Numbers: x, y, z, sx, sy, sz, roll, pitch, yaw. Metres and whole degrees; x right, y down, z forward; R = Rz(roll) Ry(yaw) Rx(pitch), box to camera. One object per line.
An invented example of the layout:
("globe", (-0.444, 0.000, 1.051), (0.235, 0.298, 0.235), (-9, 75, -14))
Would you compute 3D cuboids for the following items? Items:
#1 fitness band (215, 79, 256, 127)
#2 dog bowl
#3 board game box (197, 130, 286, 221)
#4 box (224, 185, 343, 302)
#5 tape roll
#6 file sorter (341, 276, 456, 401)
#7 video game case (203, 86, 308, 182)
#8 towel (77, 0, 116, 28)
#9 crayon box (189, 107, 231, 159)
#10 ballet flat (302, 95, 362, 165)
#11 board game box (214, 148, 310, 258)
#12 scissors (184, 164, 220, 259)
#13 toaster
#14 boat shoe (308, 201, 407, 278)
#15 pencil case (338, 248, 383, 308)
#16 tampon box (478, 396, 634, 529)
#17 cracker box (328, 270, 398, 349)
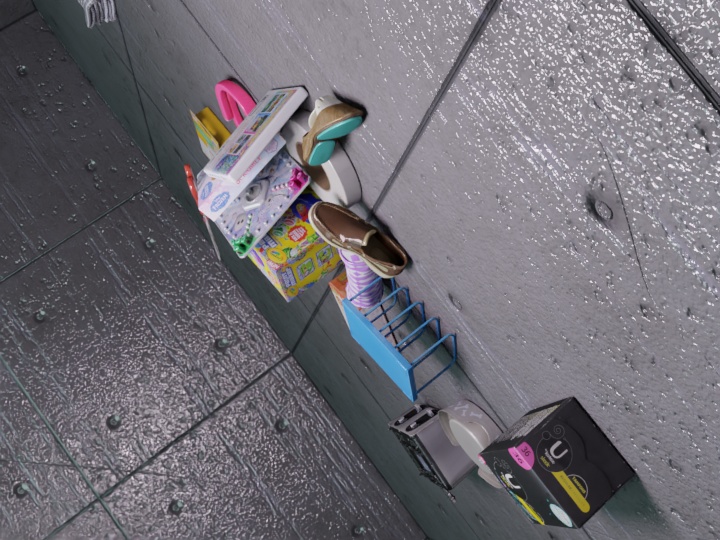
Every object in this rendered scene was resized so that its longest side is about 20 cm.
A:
("fitness band", (-0.256, -0.333, 1.715), (0.144, 0.037, 0.200), (47, 165, 23))
("dog bowl", (0.249, 0.358, 1.657), (0.200, 0.059, 0.200), (49, 165, 18))
("board game box", (-0.232, -0.210, 1.500), (0.041, 0.200, 0.200), (39, -170, -25))
("box", (-0.138, -0.081, 1.609), (0.200, 0.192, 0.122), (45, 163, 30))
("tape roll", (-0.073, -0.200, 1.448), (0.203, 0.037, 0.203), (50, 165, 18))
("file sorter", (0.078, 0.123, 1.535), (0.200, 0.122, 0.139), (45, 162, 30))
("video game case", (-0.190, -0.243, 1.401), (0.024, 0.200, 0.182), (42, 171, -25))
("towel", (-0.763, -0.780, 2.185), (0.166, 0.085, 0.200), (56, 165, -5))
("crayon box", (-0.370, -0.332, 2.041), (0.126, 0.051, 0.200), (50, 165, 16))
("ballet flat", (-0.054, -0.234, 1.259), (0.200, 0.067, 0.073), (143, 111, -69))
("board game box", (-0.208, -0.150, 1.525), (0.026, 0.200, 0.200), (37, -172, -44))
("scissors", (-0.310, -0.117, 1.566), (0.073, 0.014, 0.201), (-117, 9, -51))
("toaster", (0.181, 0.427, 1.901), (0.200, 0.118, 0.181), (56, 166, -8))
("boat shoe", (0.002, -0.063, 1.409), (0.202, 0.075, 0.075), (32, 162, -15))
("pencil case", (0.000, 0.000, 1.570), (0.085, 0.084, 0.200), (13, 150, 13))
("tampon box", (0.301, 0.306, 1.244), (0.150, 0.126, 0.200), (51, 165, 9))
("cracker box", (0.009, 0.112, 1.848), (0.134, 0.058, 0.201), (40, 159, 45))
